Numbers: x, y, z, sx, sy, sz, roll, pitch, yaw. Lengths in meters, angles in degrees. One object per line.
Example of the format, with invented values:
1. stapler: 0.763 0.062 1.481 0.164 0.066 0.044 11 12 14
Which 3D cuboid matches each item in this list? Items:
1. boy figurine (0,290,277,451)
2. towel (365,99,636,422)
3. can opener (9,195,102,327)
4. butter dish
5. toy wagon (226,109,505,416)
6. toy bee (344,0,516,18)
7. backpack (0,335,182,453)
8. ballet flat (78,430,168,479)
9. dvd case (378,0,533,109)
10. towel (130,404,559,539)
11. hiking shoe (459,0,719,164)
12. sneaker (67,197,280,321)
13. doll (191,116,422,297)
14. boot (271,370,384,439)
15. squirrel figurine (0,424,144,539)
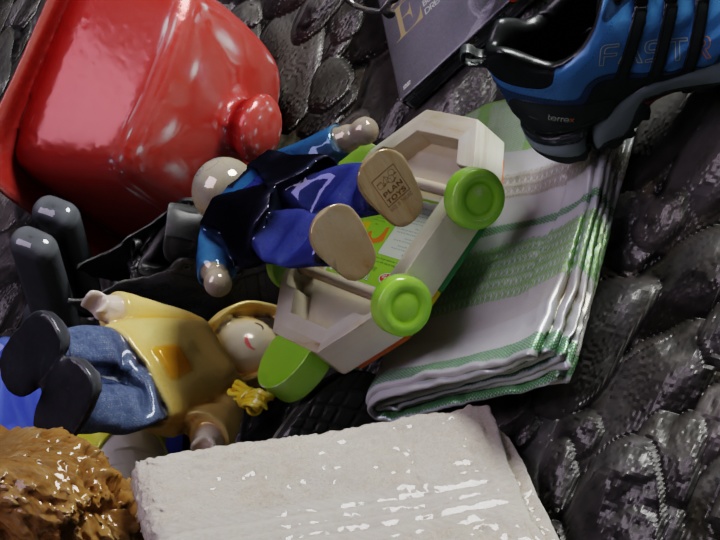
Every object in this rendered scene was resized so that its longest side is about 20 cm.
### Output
1. boy figurine: -0.107 0.060 1.223 0.064 0.200 0.124 -52 61 30
2. towel: 0.076 -0.019 1.149 0.149 0.031 0.200 -17 47 45
3. can opener: -0.201 0.021 1.392 0.053 0.066 0.200 -60 -13 -27
4. butter dish: -0.117 -0.102 1.380 0.148 0.200 0.200 15 76 32
5. toy wagon: 0.000 0.000 1.173 0.200 0.040 0.155 -56 26 -7
6. toy bee: 0.097 -0.192 1.200 0.199 0.109 0.131 5 86 13
7. backpack: -0.233 0.141 1.338 0.200 0.162 0.168 -21 53 43
8. ballet flat: -0.142 0.152 1.233 0.067 0.067 0.200 4 76 54
9. dvd case: 0.064 -0.214 1.340 0.149 0.016 0.200 -41 38 28
10. towel: -0.006 0.129 1.043 0.133 0.199 0.035 -113 20 -50
11. hiking shoe: 0.155 -0.133 1.075 0.200 0.087 0.074 -35 41 12
12. sneaker: -0.078 -0.009 1.294 0.200 0.104 0.060 -29 44 39
13. doll: -0.037 -0.039 1.182 0.137 0.048 0.200 -49 24 -17
14. boot: -0.065 0.129 1.215 0.200 0.068 0.131 -59 27 0
15. squirrel figurine: -0.171 0.176 1.116 0.200 0.187 0.142 -19 21 27
